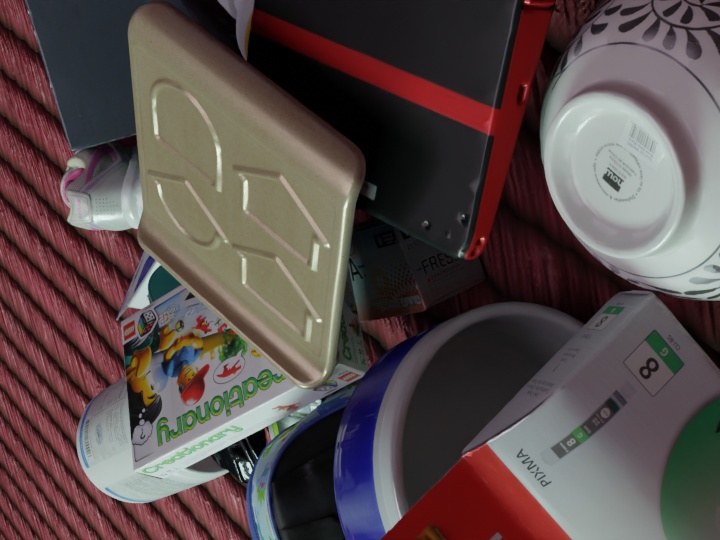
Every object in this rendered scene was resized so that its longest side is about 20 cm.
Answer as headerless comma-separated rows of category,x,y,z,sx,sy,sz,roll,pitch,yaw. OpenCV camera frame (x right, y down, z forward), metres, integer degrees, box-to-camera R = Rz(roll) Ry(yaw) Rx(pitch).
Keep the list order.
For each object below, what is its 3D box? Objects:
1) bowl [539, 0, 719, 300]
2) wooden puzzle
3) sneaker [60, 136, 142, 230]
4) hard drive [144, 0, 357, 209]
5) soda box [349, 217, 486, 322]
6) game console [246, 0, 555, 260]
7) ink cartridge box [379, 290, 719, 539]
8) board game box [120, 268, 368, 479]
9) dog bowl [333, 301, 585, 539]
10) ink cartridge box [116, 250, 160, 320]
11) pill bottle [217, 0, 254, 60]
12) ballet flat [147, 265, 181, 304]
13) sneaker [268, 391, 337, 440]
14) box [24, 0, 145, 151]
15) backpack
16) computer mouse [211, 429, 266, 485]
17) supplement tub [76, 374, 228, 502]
bowl,0.159,-0.061,0.609,0.201,0.094,0.201,30,131,40
wooden puzzle,-0.069,-0.046,0.725,0.185,0.046,0.200,39,143,22
sneaker,-0.225,-0.087,1.061,0.200,0.088,0.082,-119,27,-73
hard drive,-0.072,-0.126,0.844,0.042,0.135,0.200,-43,67,18
soda box,0.000,0.000,0.879,0.200,0.064,0.069,-13,100,54
game console,0.011,-0.121,0.663,0.200,0.031,0.177,30,121,35
ink cartridge box,0.132,0.135,0.631,0.161,0.200,0.050,48,167,-9
board game box,-0.089,0.054,0.838,0.200,0.035,0.126,-30,56,28
dog bowl,0.087,0.124,0.715,0.079,0.200,0.200,-27,87,58
ink cartridge box,-0.151,-0.035,1.018,0.039,0.100,0.200,26,139,-16
pill bottle,-0.011,-0.150,0.767,0.200,0.112,0.112,47,140,25
ballet flat,-0.094,0.045,0.918,0.200,0.071,0.065,25,165,45
sneaker,-0.040,0.110,0.988,0.081,0.074,0.200,-28,93,47
box,-0.210,-0.208,0.946,0.182,0.104,0.200,-146,40,-76
backpack,0.024,0.163,0.818,0.183,0.200,0.147,64,156,3
computer mouse,-0.083,0.157,0.951,0.141,0.046,0.200,67,162,-8
supplement tub,-0.192,0.155,1.162,0.200,0.132,0.132,-29,85,54
